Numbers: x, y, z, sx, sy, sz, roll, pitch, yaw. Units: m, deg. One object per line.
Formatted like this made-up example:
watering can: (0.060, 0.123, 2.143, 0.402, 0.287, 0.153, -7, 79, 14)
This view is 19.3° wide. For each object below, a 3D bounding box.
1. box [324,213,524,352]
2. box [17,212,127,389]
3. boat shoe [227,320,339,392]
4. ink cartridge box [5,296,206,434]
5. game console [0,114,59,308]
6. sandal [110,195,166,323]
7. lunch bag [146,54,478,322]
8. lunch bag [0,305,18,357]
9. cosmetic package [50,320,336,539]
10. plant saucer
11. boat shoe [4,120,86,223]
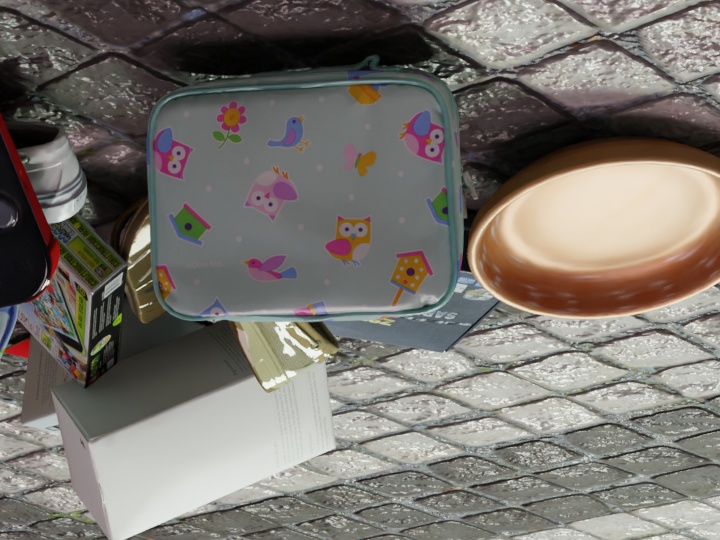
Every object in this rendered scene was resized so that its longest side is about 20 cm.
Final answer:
box: (0.000, 0.000, 1.549, 0.199, 0.051, 0.158, 10, 156, -17)
box: (-0.219, 0.006, 1.524, 0.110, 0.035, 0.200, 45, 159, 11)
boat shoe: (-0.070, 0.001, 1.432, 0.063, 0.073, 0.201, -24, 131, -2)
ink cartridge box: (-0.176, 0.106, 1.781, 0.200, 0.084, 0.175, 21, 152, -39)
game console: (-0.302, -0.047, 1.352, 0.199, 0.031, 0.177, -12, 115, 22)
sandal: (-0.144, -0.021, 1.504, 0.080, 0.054, 0.200, -31, 166, -16)
lunch bag: (-0.029, -0.050, 1.303, 0.199, 0.161, 0.077, -2, -177, 8)
lunch bag: (-0.350, 0.033, 1.495, 0.200, 0.161, 0.082, 24, -176, -19)
cosmetic package: (-0.127, 0.115, 1.642, 0.199, 0.085, 0.108, -20, 127, -20)
plant saucer: (0.170, -0.032, 1.438, 0.199, 0.038, 0.200, -4, 148, -2)
boat shoe: (-0.277, -0.078, 1.390, 0.199, 0.074, 0.067, 1, 129, 8)
